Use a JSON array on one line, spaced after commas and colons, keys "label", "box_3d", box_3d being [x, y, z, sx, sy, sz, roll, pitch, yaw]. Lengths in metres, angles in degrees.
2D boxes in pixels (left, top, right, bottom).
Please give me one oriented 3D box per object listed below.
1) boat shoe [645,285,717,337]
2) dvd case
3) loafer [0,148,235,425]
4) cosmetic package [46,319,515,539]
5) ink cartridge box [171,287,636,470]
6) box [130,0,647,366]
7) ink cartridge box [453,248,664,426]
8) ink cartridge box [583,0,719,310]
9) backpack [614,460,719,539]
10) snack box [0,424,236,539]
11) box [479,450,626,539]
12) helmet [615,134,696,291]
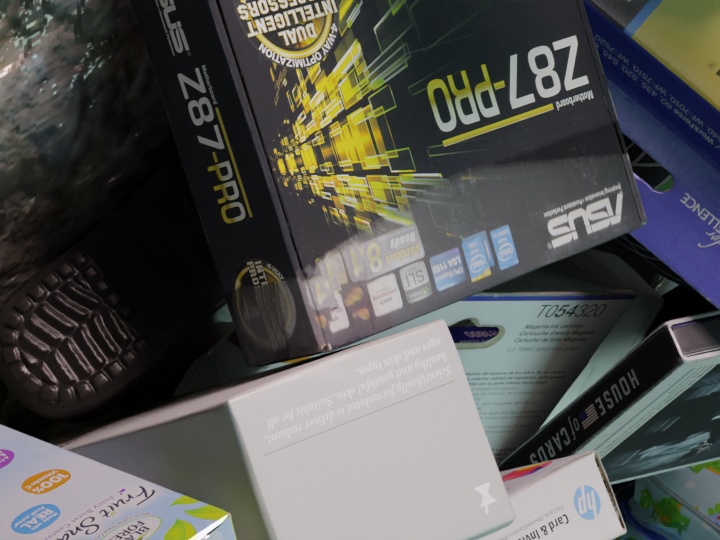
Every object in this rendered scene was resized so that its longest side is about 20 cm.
[{"label": "boat shoe", "box_3d": [0.185, 0.043, 1.486, 0.076, 0.074, 0.200, -38, -178, -9]}, {"label": "dvd case", "box_3d": [0.177, 0.051, 1.346, 0.200, 0.025, 0.150, -9, 157, -34]}, {"label": "loafer", "box_3d": [-0.063, -0.008, 1.175, 0.200, 0.073, 0.071, -33, 169, -17]}, {"label": "cosmetic package", "box_3d": [-0.048, 0.085, 1.107, 0.107, 0.090, 0.200, -20, 178, -37]}, {"label": "ink cartridge box", "box_3d": [-0.003, 0.068, 1.297, 0.196, 0.043, 0.200, 1, 132, -43]}, {"label": "box", "box_3d": [0.014, -0.066, 1.134, 0.200, 0.049, 0.161, -19, 96, -45]}, {"label": "ink cartridge box", "box_3d": [0.034, 0.054, 1.417, 0.200, 0.047, 0.160, 14, 112, -42]}, {"label": "ink cartridge box", "box_3d": [0.159, -0.109, 1.236, 0.200, 0.198, 0.047, -49, 172, -8]}, {"label": "backpack", "box_3d": [0.230, 0.170, 1.671, 0.200, 0.183, 0.147, -22, 141, -51]}, {"label": "snack box", "box_3d": [-0.112, 0.147, 1.076, 0.068, 0.200, 0.169, -32, 122, -33]}, {"label": "box", "box_3d": [-0.015, 0.135, 1.191, 0.200, 0.041, 0.156, -25, -176, -40]}, {"label": "helmet", "box_3d": [0.193, -0.078, 1.350, 0.200, 0.200, 0.191, -2, 107, -55]}]
